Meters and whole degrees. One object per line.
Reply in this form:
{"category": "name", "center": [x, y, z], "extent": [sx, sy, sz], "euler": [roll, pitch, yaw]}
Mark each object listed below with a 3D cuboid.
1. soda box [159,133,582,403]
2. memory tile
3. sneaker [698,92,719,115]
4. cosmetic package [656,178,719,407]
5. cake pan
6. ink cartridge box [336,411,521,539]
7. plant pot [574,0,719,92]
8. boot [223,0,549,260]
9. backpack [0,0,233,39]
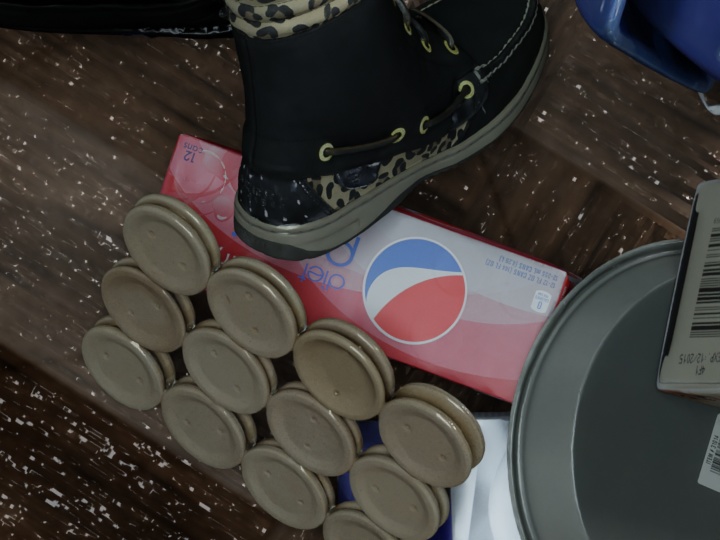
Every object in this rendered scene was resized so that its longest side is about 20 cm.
{"category": "soda box", "center": [0.000, 0.000, 1.390], "extent": [0.199, 0.063, 0.070], "euler": [20, 91, 11]}
{"category": "memory tile", "center": [-0.040, 0.058, 1.367], "extent": [0.200, 0.154, 0.017], "euler": [37, 53, 10]}
{"category": "sneaker", "center": [0.245, -0.134, 1.378], "extent": [0.198, 0.075, 0.116], "euler": [-4, 90, 10]}
{"category": "cosmetic package", "center": [0.245, 0.029, 1.323], "extent": [0.199, 0.087, 0.104], "euler": [17, 81, -23]}
{"category": "cake pan", "center": [0.162, 0.085, 1.351], "extent": [0.199, 0.037, 0.202], "euler": [1, 87, -25]}
{"category": "ink cartridge box", "center": [0.088, 0.166, 1.403], "extent": [0.198, 0.041, 0.201], "euler": [-3, 89, 5]}
{"category": "plant pot", "center": [0.207, -0.148, 1.253], "extent": [0.179, 0.200, 0.201], "euler": [20, 93, 20]}
{"category": "boot", "center": [0.013, -0.116, 1.323], "extent": [0.073, 0.154, 0.203], "euler": [26, 51, 32]}
{"category": "backpack", "center": [-0.137, -0.176, 1.360], "extent": [0.199, 0.177, 0.152], "euler": [-3, 86, 15]}
